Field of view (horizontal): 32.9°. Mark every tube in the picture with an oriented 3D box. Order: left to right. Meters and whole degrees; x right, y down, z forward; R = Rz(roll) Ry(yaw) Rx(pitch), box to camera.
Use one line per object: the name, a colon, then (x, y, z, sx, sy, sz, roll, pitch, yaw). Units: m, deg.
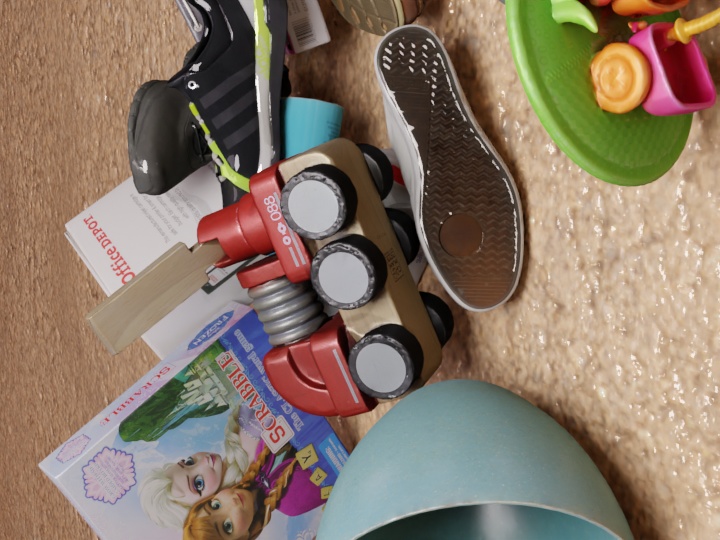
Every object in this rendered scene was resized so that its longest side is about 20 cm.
tube: (-0.050, -0.029, 0.929, 0.077, 0.050, 0.200, 105, 172, -89)

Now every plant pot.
plant pot: (0.066, 0.149, 0.772, 0.135, 0.200, 0.200, -93, 21, -45)

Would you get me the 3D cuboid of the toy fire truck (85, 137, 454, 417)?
toy fire truck: (-0.064, 0.024, 0.840, 0.200, 0.129, 0.176, -18, 100, 26)

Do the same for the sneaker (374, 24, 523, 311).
sneaker: (0.065, -0.069, 0.853, 0.085, 0.073, 0.200, 34, -140, -86)

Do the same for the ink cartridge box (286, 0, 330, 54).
ink cartridge box: (-0.079, -0.229, 1.012, 0.200, 0.037, 0.095, -147, 36, -71)

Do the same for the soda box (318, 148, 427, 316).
soda box: (0.000, 0.000, 0.955, 0.068, 0.063, 0.200, 60, 142, 35)

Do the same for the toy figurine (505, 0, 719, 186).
toy figurine: (0.179, -0.157, 0.572, 0.184, 0.150, 0.200, -16, 86, 48)

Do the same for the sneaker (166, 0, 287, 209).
sneaker: (-0.105, -0.125, 0.909, 0.072, 0.083, 0.200, -150, 63, -71)

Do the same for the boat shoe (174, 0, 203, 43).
boat shoe: (-0.133, -0.184, 1.115, 0.073, 0.063, 0.200, -138, 35, -67)

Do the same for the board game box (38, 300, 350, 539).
board game box: (-0.116, 0.163, 0.975, 0.041, 0.199, 0.200, 14, 141, 57)

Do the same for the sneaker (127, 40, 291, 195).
sneaker: (-0.118, -0.126, 0.974, 0.091, 0.200, 0.076, 9, 131, 17)

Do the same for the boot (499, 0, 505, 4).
boot: (0.118, -0.253, 0.707, 0.200, 0.069, 0.174, 60, 143, 38)

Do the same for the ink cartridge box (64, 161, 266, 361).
ink cartridge box: (-0.128, -0.038, 1.026, 0.146, 0.200, 0.084, 45, 170, 47)

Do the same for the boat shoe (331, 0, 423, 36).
boat shoe: (-0.001, -0.238, 0.904, 0.200, 0.067, 0.072, 52, 161, 48)
